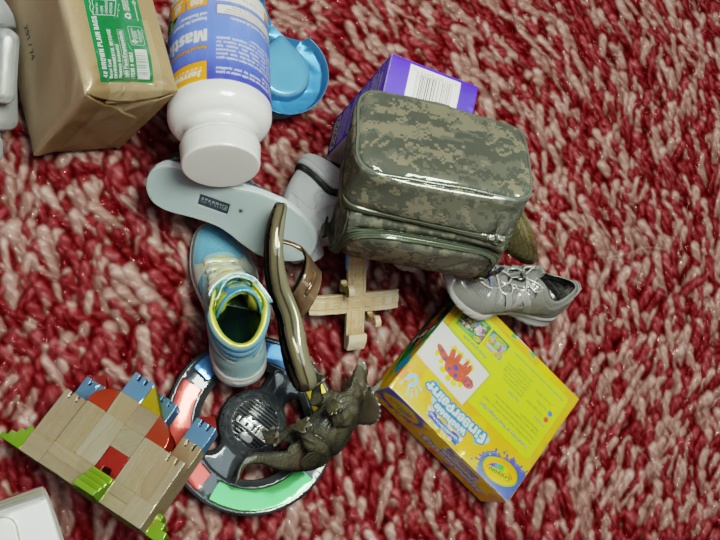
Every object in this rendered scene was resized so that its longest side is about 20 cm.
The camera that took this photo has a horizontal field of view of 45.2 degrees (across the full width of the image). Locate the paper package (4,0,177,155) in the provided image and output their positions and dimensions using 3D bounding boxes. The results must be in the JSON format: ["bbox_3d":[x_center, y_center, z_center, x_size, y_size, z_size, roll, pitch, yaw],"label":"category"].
[{"bbox_3d":[-0.295,-0.245,0.912,0.103,0.190,0.201,-11,83,-37],"label":"paper package"}]

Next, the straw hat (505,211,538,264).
[{"bbox_3d":[0.121,-0.067,1.055,0.085,0.201,0.202,-35,92,-8],"label":"straw hat"}]

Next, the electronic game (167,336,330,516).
[{"bbox_3d":[-0.122,0.174,0.977,0.199,0.042,0.201,4,78,-20],"label":"electronic game"}]

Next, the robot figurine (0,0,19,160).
[{"bbox_3d":[-0.413,-0.211,0.890,0.113,0.169,0.201,-17,110,-64],"label":"robot figurine"}]

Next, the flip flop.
[{"bbox_3d":[-0.065,0.027,0.916,0.057,0.081,0.201,-12,87,-11],"label":"flip flop"}]

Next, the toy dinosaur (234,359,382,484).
[{"bbox_3d":[-0.045,0.179,0.947,0.200,0.077,0.102,-48,137,-14],"label":"toy dinosaur"}]

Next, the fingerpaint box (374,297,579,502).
[{"bbox_3d":[0.140,0.154,1.063,0.200,0.073,0.167,44,67,-6],"label":"fingerpaint box"}]

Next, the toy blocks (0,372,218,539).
[{"bbox_3d":[-0.244,0.173,0.897,0.199,0.100,0.137,29,65,10],"label":"toy blocks"}]

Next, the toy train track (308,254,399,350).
[{"bbox_3d":[0.000,0.000,1.004,0.114,0.033,0.201,-5,107,-22],"label":"toy train track"}]

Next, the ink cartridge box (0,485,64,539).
[{"bbox_3d":[-0.335,0.292,0.785,0.144,0.200,0.146,-17,85,-23],"label":"ink cartridge box"}]

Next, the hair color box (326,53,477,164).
[{"bbox_3d":[0.043,-0.171,1.024,0.109,0.200,0.065,17,75,-15],"label":"hair color box"}]

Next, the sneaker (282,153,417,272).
[{"bbox_3d":[-0.023,-0.038,1.045,0.200,0.075,0.115,40,78,-16],"label":"sneaker"}]

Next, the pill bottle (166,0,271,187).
[{"bbox_3d":[-0.152,-0.196,0.929,0.111,0.112,0.201,5,62,-20],"label":"pill bottle"}]

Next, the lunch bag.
[{"bbox_3d":[0.069,-0.073,0.915,0.199,0.168,0.140,10,49,-9],"label":"lunch bag"}]

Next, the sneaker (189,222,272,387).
[{"bbox_3d":[-0.140,0.013,0.939,0.079,0.131,0.201,-12,66,-16],"label":"sneaker"}]

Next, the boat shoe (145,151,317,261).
[{"bbox_3d":[-0.137,-0.082,0.983,0.199,0.091,0.071,24,113,-5],"label":"boat shoe"}]

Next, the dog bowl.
[{"bbox_3d":[-0.131,-0.269,1.062,0.200,0.050,0.112,44,68,-8],"label":"dog bowl"}]

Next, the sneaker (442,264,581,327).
[{"bbox_3d":[0.181,0.013,1.038,0.199,0.082,0.075,9,54,-39],"label":"sneaker"}]
